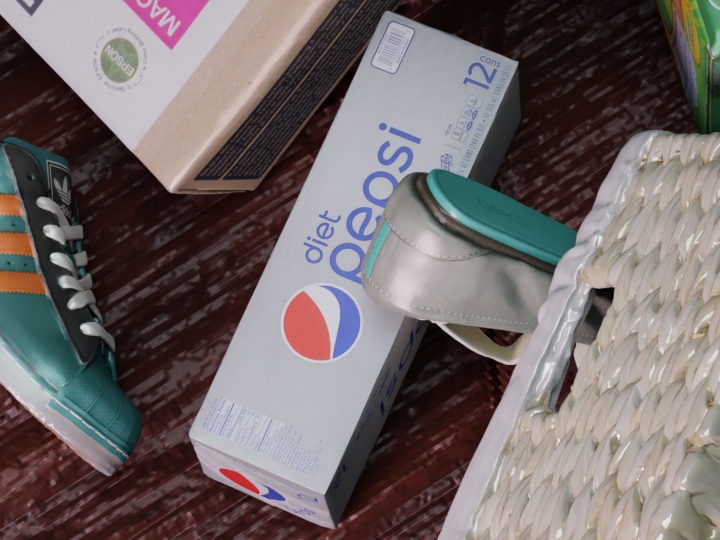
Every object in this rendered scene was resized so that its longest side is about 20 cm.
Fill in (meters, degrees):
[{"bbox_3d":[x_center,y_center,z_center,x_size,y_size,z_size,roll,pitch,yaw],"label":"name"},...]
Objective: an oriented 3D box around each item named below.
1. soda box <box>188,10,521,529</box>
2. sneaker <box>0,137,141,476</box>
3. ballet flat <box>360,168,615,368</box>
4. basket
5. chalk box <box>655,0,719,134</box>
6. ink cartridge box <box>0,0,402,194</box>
[{"bbox_3d":[0.000,0.000,1.242,0.063,0.068,0.201,22,76,10],"label":"soda box"},{"bbox_3d":[-0.143,-0.008,1.256,0.080,0.071,0.200,-39,71,-3],"label":"sneaker"},{"bbox_3d":[0.088,0.014,1.213,0.064,0.199,0.067,-59,29,23],"label":"ballet flat"},{"bbox_3d":[0.169,0.070,1.116,0.200,0.161,0.199,31,75,-18],"label":"basket"},{"bbox_3d":[0.183,-0.128,1.237,0.123,0.125,0.201,-15,70,0],"label":"chalk box"},{"bbox_3d":[-0.080,-0.156,1.262,0.200,0.075,0.165,45,110,16],"label":"ink cartridge box"}]
